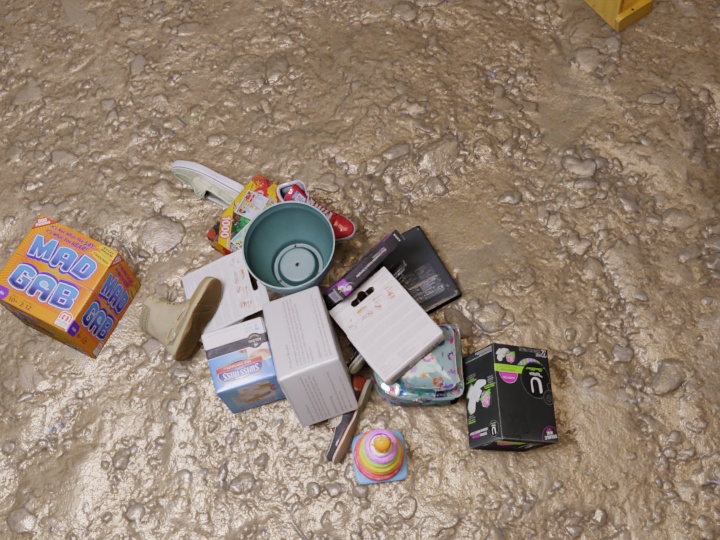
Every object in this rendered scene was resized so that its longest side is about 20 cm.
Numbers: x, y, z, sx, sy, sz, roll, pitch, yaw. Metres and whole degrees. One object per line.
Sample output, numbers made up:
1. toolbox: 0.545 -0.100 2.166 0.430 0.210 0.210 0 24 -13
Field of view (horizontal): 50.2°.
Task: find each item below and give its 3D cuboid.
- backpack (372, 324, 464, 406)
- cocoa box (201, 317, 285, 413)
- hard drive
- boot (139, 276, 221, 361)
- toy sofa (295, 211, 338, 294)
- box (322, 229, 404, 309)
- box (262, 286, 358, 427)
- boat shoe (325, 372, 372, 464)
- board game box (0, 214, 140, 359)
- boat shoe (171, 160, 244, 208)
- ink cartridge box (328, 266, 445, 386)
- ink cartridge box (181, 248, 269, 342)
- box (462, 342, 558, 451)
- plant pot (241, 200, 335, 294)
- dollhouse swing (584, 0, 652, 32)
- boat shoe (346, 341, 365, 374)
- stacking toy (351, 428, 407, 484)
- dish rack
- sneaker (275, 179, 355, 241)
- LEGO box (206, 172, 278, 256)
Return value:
1. backpack: 0.123 0.204 1.668 0.198 0.151 0.179 -2 69 4
2. cocoa box: -0.241 0.206 1.627 0.132 0.200 0.132 -16 68 -5
3. hard drive: 0.128 0.006 1.804 0.139 0.033 0.201 -27 71 -11
4. boot: -0.404 0.079 1.710 0.155 0.073 0.201 31 99 31
5. toy sofa: -0.104 -0.038 1.794 0.097 0.083 0.202 3 67 6
6. box: 0.000 0.000 1.678 0.036 0.143 0.200 46 70 -3
7. box: -0.105 0.181 1.608 0.130 0.201 0.200 -18 49 -1
8. boat shoe: -0.036 0.316 1.655 0.062 0.071 0.201 17 66 14
9. board game box: -0.642 0.040 1.691 0.199 0.200 0.201 24 69 8
10. boat shoe: -0.374 -0.207 1.867 0.199 0.072 0.062 21 66 5
11. ink cartridge box: 0.054 0.116 1.610 0.161 0.050 0.200 -39 63 -7
12. ink cartridge box: -0.298 0.051 1.737 0.199 0.050 0.163 -24 68 13
13. box: 0.314 0.272 1.625 0.147 0.124 0.202 9 66 -24
14. plant pot: -0.146 -0.031 1.675 0.198 0.134 0.202 -2 68 5
15. dollhouse swing: 0.684 -0.782 2.059 0.181 0.176 0.200 -33 71 -13
16. boat shoe: 0.006 0.147 1.702 0.062 0.075 0.201 25 48 3
17. stacking toy: 0.040 0.364 1.565 0.115 0.200 0.111 -6 68 -2
18. dish rack: 0.018 0.039 1.712 0.200 0.153 0.055 -43 97 0
19. sneaker: -0.105 -0.135 1.728 0.199 0.113 0.072 22 70 12
20. LEGO box: -0.243 -0.106 1.822 0.148 0.077 0.201 31 71 12
